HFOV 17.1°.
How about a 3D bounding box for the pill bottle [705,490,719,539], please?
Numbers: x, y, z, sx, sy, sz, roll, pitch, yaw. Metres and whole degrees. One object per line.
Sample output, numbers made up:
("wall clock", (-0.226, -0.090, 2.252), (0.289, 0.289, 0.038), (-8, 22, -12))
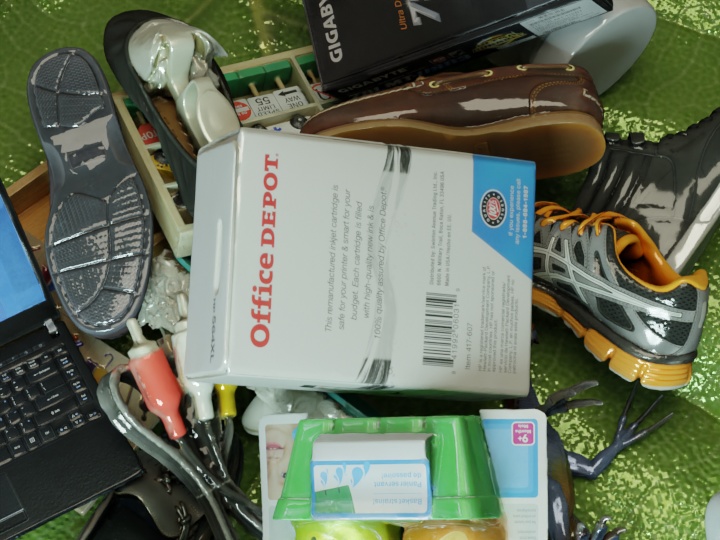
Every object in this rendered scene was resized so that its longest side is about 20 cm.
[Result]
("pill bottle", (0.316, 0.154, 1.437), (0.199, 0.112, 0.113), (-19, 64, -8))

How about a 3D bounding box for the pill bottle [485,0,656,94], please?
("pill bottle", (0.103, -0.210, 1.630), (0.116, 0.116, 0.200), (-35, 67, -15))

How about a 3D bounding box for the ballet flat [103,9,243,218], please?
("ballet flat", (-0.107, -0.112, 1.535), (0.068, 0.069, 0.201), (-15, 56, -24))

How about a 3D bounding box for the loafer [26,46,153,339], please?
("loafer", (-0.169, -0.045, 1.547), (0.071, 0.063, 0.201), (-14, 69, 2))

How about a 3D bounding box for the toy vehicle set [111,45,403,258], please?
("toy vehicle set", (-0.053, -0.086, 1.587), (0.199, 0.027, 0.125), (-16, 57, -23))

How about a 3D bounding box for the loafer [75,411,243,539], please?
("loafer", (-0.137, 0.165, 1.472), (0.072, 0.063, 0.200), (30, 67, 14))

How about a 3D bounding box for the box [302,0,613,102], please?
("box", (0.049, -0.234, 1.569), (0.197, 0.050, 0.201), (-16, 75, 19))

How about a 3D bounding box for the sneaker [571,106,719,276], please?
("sneaker", (0.211, -0.082, 1.584), (0.099, 0.071, 0.201), (32, 72, 11))

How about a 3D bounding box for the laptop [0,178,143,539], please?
("laptop", (-0.257, 0.064, 1.456), (0.176, 0.104, 0.201), (-26, 58, -11))

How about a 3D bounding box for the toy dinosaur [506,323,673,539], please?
("toy dinosaur", (0.102, 0.117, 1.481), (0.199, 0.105, 0.182), (-33, 47, -3))

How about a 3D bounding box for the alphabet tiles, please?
("alphabet tiles", (-0.222, 0.064, 1.519), (0.199, 0.008, 0.167), (32, 67, 16))

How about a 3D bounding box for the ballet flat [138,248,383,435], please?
("ballet flat", (-0.067, 0.065, 1.531), (0.200, 0.072, 0.072), (40, 70, 22))

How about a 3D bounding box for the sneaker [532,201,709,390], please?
("sneaker", (0.143, -0.008, 1.525), (0.200, 0.078, 0.078), (36, 30, 25))

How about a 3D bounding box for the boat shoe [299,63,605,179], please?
("boat shoe", (0.057, -0.093, 1.545), (0.198, 0.071, 0.071), (-3, 51, -3))

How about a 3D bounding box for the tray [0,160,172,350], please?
("tray", (-0.181, -0.029, 1.590), (0.200, 0.037, 0.099), (-37, 67, -17))

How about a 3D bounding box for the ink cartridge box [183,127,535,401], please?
("ink cartridge box", (0.000, 0.000, 1.450), (0.199, 0.084, 0.147), (6, 83, -22))

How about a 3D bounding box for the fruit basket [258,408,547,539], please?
("fruit basket", (0.021, 0.182, 1.409), (0.184, 0.094, 0.202), (-2, 79, 22))

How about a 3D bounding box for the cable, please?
("cable", (-0.092, 0.115, 1.459), (0.097, 0.050, 0.201), (-17, 79, -38))
